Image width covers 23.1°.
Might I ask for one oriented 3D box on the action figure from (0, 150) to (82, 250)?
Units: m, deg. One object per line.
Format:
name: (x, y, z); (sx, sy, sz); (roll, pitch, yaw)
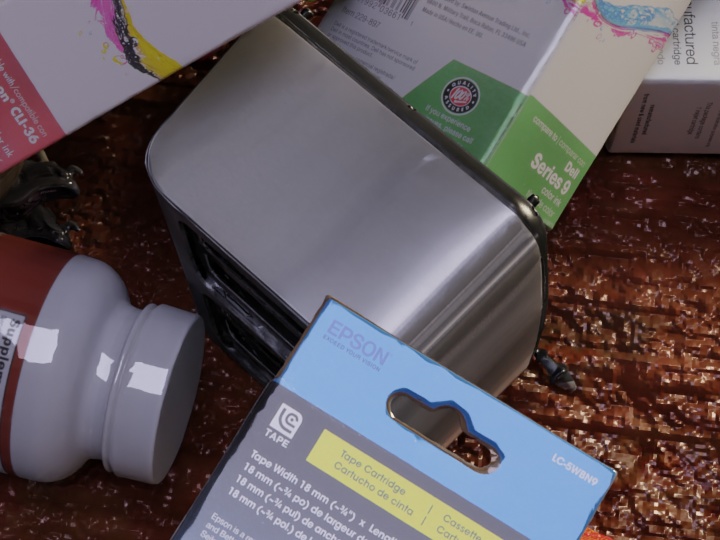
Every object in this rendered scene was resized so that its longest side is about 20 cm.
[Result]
action figure: (-0.178, -0.117, 0.927); (0.101, 0.119, 0.202); (7, 73, -3)

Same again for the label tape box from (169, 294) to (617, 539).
label tape box: (-0.007, 0.136, 0.715); (0.143, 0.063, 0.201); (31, 74, 8)

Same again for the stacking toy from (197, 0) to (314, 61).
stacking toy: (-0.034, -0.174, 0.884); (0.198, 0.116, 0.111); (-11, 109, 20)

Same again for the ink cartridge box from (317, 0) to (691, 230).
ink cartridge box: (0.081, -0.145, 0.896); (0.145, 0.087, 0.201); (30, 90, 40)

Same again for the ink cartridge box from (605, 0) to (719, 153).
ink cartridge box: (0.233, -0.144, 0.955); (0.198, 0.083, 0.148); (0, 67, 0)

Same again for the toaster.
toaster: (0.000, 0.000, 0.843); (0.200, 0.181, 0.119); (41, 75, 17)

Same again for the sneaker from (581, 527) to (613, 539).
sneaker: (0.103, 0.146, 0.834); (0.198, 0.077, 0.074); (18, 69, 18)

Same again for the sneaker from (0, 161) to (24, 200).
sneaker: (-0.260, -0.063, 0.823); (0.198, 0.071, 0.076); (7, 25, 2)

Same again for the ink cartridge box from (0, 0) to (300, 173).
ink cartridge box: (-0.090, -0.132, 0.794); (0.199, 0.117, 0.068); (-29, 109, 10)

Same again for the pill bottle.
pill bottle: (-0.182, 0.038, 0.861); (0.198, 0.112, 0.113); (15, 68, 5)
